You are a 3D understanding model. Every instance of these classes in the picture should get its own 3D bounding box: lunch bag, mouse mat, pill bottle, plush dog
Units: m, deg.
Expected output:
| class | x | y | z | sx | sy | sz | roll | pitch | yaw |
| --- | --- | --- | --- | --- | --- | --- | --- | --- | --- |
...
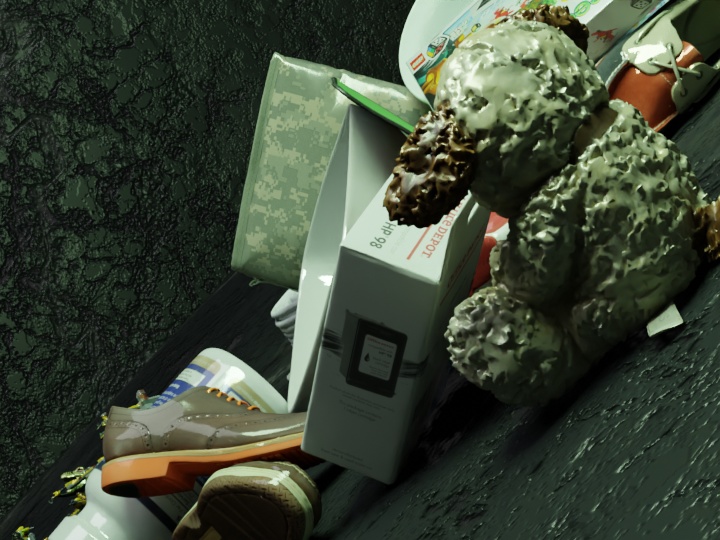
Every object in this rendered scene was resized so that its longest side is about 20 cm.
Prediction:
| class | x | y | z | sx | sy | sz | roll | pitch | yaw |
| --- | --- | --- | --- | --- | --- | --- | --- | --- | --- |
| lunch bag | -0.015 | -0.070 | 1.411 | 0.118 | 0.162 | 0.202 | -9 | -67 | -80 |
| mouse mat | 0.062 | -0.092 | 1.233 | 0.008 | 0.199 | 0.161 | -57 | 6 | 7 |
| pill bottle | -0.146 | 0.169 | 1.281 | 0.200 | 0.116 | 0.116 | -47 | 8 | -18 |
| plush dog | 0.107 | -0.054 | 0.868 | 0.160 | 0.172 | 0.200 | -35 | 12 | 51 |

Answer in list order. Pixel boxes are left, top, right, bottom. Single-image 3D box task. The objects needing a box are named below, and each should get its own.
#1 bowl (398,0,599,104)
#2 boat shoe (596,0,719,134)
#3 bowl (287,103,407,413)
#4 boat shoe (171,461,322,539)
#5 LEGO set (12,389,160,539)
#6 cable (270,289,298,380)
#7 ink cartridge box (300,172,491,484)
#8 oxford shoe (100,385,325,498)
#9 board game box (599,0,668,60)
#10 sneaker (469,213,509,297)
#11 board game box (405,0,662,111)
| class | x | y | z | sx | sy | sz | roll | pitch | yaw |
| --- | --- | --- | --- | --- | --- | --- | --- | --- | --- |
| bowl | 0.135 | -0.194 | 1.321 | 0.200 | 0.090 | 0.203 | -28 | 41 | 28 |
| boat shoe | 0.226 | -0.151 | 1.153 | 0.200 | 0.071 | 0.062 | -45 | 9 | -27 |
| bowl | 0.000 | 0.000 | 1.255 | 0.201 | 0.074 | 0.201 | -86 | 12 | -47 |
| boat shoe | -0.070 | 0.157 | 1.109 | 0.075 | 0.075 | 0.202 | -43 | 5 | -31 |
| LEGO set | -0.246 | 0.199 | 1.521 | 0.153 | 0.116 | 0.200 | -15 | -26 | -52 |
| cable | 0.002 | -0.001 | 1.554 | 0.200 | 0.069 | 0.200 | -37 | 12 | 51 |
| ink cartridge box | 0.027 | 0.015 | 0.999 | 0.116 | 0.066 | 0.202 | -54 | -20 | -53 |
| oxford shoe | -0.096 | 0.114 | 1.176 | 0.198 | 0.073 | 0.071 | -9 | -22 | 8 |
| board game box | 0.205 | -0.154 | 1.358 | 0.200 | 0.043 | 0.199 | -45 | 10 | 9 |
| sneaker | 0.105 | -0.013 | 1.116 | 0.199 | 0.079 | 0.116 | -30 | 4 | 19 |
| board game box | 0.132 | -0.183 | 1.209 | 0.200 | 0.035 | 0.127 | -42 | 37 | 13 |
